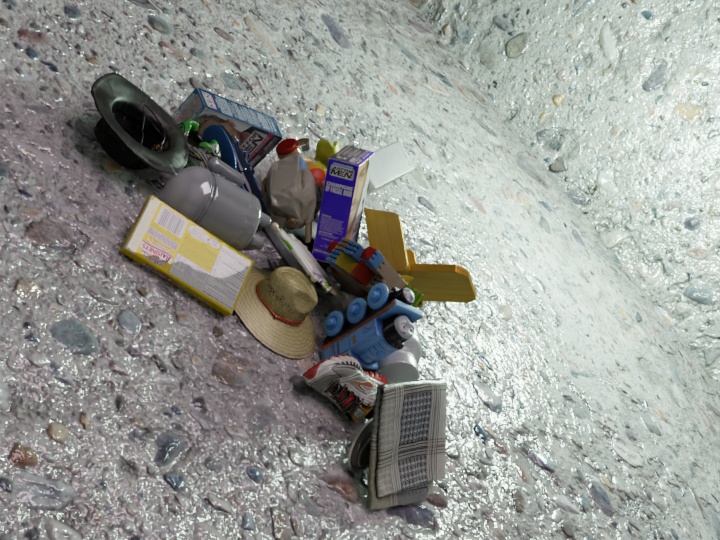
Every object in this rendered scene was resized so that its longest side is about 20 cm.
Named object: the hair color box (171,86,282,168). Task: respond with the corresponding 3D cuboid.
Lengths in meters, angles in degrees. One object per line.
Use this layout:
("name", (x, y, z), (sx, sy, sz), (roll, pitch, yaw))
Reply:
("hair color box", (-0.254, -0.265, 1.808), (0.200, 0.100, 0.061), (14, 42, -48))

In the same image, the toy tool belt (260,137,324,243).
("toy tool belt", (-0.121, -0.150, 1.813), (0.200, 0.125, 0.123), (-96, 165, -51))

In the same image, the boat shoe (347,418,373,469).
("boat shoe", (0.051, 0.267, 1.542), (0.057, 0.067, 0.200), (10, 19, 29))

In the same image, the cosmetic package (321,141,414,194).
("cosmetic package", (0.018, -0.193, 1.925), (0.074, 0.102, 0.200), (60, 31, -1))

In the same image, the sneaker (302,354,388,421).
("sneaker", (-0.013, 0.196, 1.555), (0.200, 0.078, 0.082), (28, 37, -43))

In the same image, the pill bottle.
("pill bottle", (0.052, 0.121, 1.728), (0.111, 0.111, 0.200), (32, 30, -30))

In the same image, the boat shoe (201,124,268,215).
("boat shoe", (-0.231, -0.169, 1.744), (0.069, 0.084, 0.200), (-16, 87, -64))

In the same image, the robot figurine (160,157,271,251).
("robot figurine", (-0.244, -0.099, 1.575), (0.200, 0.113, 0.170), (27, 67, -35))

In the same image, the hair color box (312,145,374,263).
("hair color box", (-0.032, -0.122, 1.789), (0.065, 0.200, 0.109), (15, 23, 12))

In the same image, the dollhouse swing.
("dollhouse swing", (0.120, -0.029, 1.869), (0.200, 0.176, 0.182), (58, 21, -64))

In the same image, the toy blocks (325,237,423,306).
("toy blocks", (0.000, 0.000, 1.689), (0.200, 0.100, 0.137), (21, -21, 51))

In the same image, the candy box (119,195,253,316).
("candy box", (-0.266, -0.021, 1.487), (0.200, 0.026, 0.102), (35, 60, -25))

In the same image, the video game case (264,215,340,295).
("video game case", (-0.097, -0.043, 1.832), (0.200, 0.023, 0.182), (55, 26, 13))

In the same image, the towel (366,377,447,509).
("towel", (0.080, 0.274, 1.519), (0.193, 0.035, 0.200), (5, 90, -55))

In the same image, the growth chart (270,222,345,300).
("growth chart", (-0.085, -0.009, 1.684), (0.145, 0.018, 0.200), (53, 4, 15))

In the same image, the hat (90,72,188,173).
("hat", (-0.382, -0.225, 1.583), (0.201, 0.081, 0.201), (42, 28, -29))

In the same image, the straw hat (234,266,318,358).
("straw hat", (-0.123, 0.043, 1.596), (0.201, 0.085, 0.201), (36, 27, -22))

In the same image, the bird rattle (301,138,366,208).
("bird rattle", (-0.088, -0.170, 1.952), (0.163, 0.113, 0.200), (18, 50, -49))

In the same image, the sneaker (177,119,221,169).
("sneaker", (-0.272, -0.177, 1.675), (0.200, 0.085, 0.078), (51, 26, 6))

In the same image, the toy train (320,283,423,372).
("toy train", (0.017, 0.105, 1.607), (0.087, 0.200, 0.114), (24, 45, -40))
